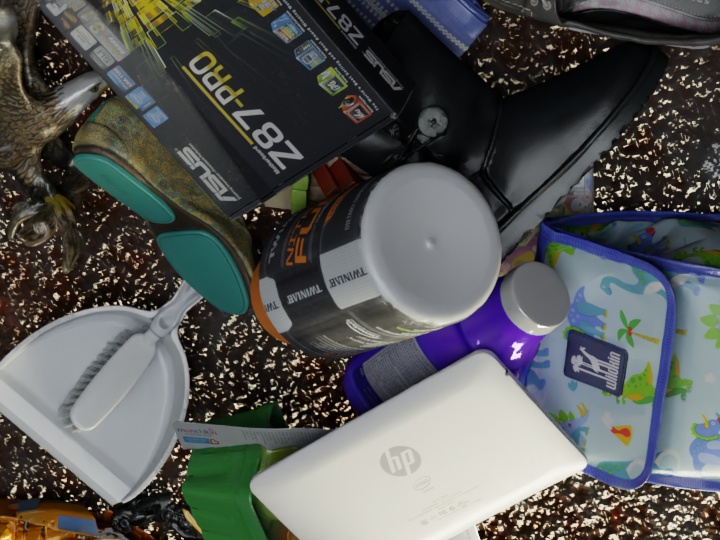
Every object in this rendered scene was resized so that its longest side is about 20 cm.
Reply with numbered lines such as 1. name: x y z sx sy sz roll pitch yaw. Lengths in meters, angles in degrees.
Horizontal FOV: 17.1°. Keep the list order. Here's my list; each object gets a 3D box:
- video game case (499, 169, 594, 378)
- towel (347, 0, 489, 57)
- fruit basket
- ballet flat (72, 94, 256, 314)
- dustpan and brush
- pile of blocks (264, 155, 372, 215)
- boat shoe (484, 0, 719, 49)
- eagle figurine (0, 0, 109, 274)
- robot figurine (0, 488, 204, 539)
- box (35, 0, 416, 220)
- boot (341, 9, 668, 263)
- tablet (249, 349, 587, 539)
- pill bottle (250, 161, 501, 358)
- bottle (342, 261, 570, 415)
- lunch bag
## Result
1. video game case: 0.094 0.006 1.688 0.142 0.018 0.201 1 110 8
2. towel: -0.025 -0.155 1.649 0.145 0.024 0.200 42 113 -9
3. fruit basket: -0.018 0.160 1.701 0.199 0.094 0.186 -5 140 13
4. ballet flat: -0.121 -0.048 1.638 0.070 0.071 0.200 -28 131 17
5. dustpan and brush: -0.160 0.057 1.721 0.139 0.057 0.200 40 86 -9
6. pile of blocks: -0.074 -0.082 1.641 0.199 0.062 0.082 28 115 -4
7. boat shoe: 0.164 -0.189 1.583 0.199 0.057 0.067 11 109 4
8. eagle figurine: -0.236 -0.122 1.630 0.151 0.152 0.201 -38 123 -17
9. robot figurine: -0.193 0.232 1.794 0.199 0.058 0.146 5 112 7
10. box: -0.087 -0.147 1.532 0.161 0.049 0.200 -28 110 37
11. boot: 0.084 -0.119 1.595 0.168 0.076 0.200 42 97 -6
12. tablet: 0.039 0.137 1.614 0.199 0.014 0.130 -31 124 20
13. pill bottle: 0.000 0.000 1.576 0.106 0.106 0.200 50 151 -11
14. bottle: 0.067 0.053 1.620 0.084 0.065 0.200 46 141 -4
15. lunch bag: 0.209 0.053 1.624 0.199 0.128 0.171 7 112 3
